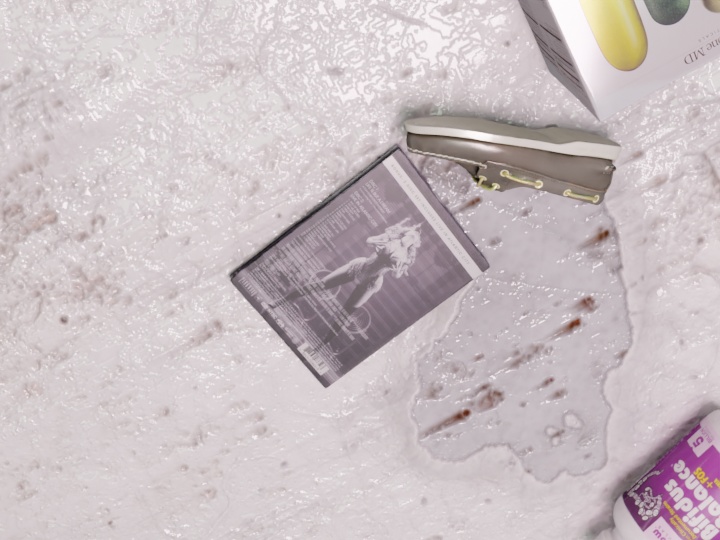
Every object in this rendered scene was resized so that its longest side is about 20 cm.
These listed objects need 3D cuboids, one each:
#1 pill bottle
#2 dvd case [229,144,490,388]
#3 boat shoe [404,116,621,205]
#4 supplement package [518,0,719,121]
[{"bbox_3d":[0.328,0.246,1.219,0.112,0.113,0.200,38,104,-21],"label":"pill bottle"},{"bbox_3d":[0.000,0.000,1.122,0.199,0.016,0.149,-37,112,10],"label":"dvd case"},{"bbox_3d":[0.132,-0.097,1.064,0.199,0.072,0.061,6,109,-14],"label":"boat shoe"},{"bbox_3d":[0.197,-0.258,0.957,0.151,0.151,0.201,-28,114,5],"label":"supplement package"}]
